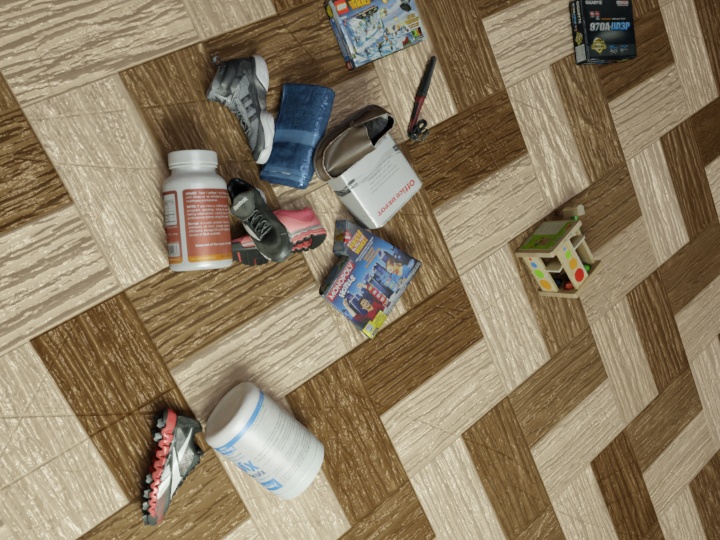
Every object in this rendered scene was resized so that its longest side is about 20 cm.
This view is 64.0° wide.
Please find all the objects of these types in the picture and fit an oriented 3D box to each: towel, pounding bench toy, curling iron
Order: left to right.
[{"bbox_3d":[-0.120,-0.259,1.099,0.048,0.110,0.203,28,76,-62],"label":"towel"},{"bbox_3d":[0.143,-0.380,1.280,0.049,0.026,0.203,10,81,10],"label":"curling iron"},{"bbox_3d":[0.519,-0.047,1.436,0.200,0.124,0.157,-44,110,-20],"label":"pounding bench toy"}]

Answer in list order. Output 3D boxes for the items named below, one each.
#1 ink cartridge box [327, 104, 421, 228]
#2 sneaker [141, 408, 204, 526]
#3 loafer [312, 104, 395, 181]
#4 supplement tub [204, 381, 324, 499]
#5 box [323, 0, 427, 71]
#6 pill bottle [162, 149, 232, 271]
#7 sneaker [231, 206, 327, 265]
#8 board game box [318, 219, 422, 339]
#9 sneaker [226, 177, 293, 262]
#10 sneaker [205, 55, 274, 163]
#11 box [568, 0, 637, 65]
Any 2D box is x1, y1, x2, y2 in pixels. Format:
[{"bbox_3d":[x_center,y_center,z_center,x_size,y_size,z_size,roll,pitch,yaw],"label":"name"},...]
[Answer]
[{"bbox_3d":[0.010,-0.208,1.183,0.146,0.086,0.201,-44,111,-19],"label":"ink cartridge box"},{"bbox_3d":[-0.331,0.352,1.023,0.097,0.071,0.204,13,84,-25],"label":"sneaker"},{"bbox_3d":[-0.010,-0.244,1.077,0.200,0.071,0.073,-49,126,-18],"label":"loafer"},{"bbox_3d":[-0.178,0.316,1.071,0.200,0.131,0.132,46,72,-20],"label":"supplement tub"},{"bbox_3d":[0.035,-0.522,1.213,0.198,0.040,0.139,-29,106,-24],"label":"box"},{"bbox_3d":[-0.287,-0.104,1.012,0.111,0.112,0.203,-5,94,-27],"label":"pill bottle"},{"bbox_3d":[-0.168,-0.071,1.114,0.197,0.074,0.088,-14,67,-20],"label":"sneaker"},{"bbox_3d":[0.000,0.000,1.197,0.200,0.061,0.201,42,73,-21],"label":"board game box"},{"bbox_3d":[-0.188,-0.094,1.020,0.066,0.201,0.090,-39,145,7],"label":"sneaker"},{"bbox_3d":[-0.226,-0.298,1.064,0.112,0.075,0.203,-4,87,-27],"label":"sneaker"},{"bbox_3d":[0.647,-0.637,1.532,0.197,0.046,0.162,-12,97,-27],"label":"box"}]
